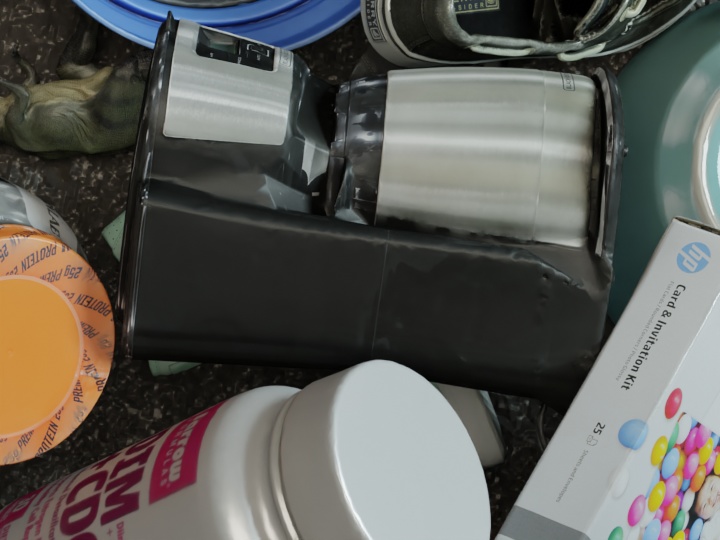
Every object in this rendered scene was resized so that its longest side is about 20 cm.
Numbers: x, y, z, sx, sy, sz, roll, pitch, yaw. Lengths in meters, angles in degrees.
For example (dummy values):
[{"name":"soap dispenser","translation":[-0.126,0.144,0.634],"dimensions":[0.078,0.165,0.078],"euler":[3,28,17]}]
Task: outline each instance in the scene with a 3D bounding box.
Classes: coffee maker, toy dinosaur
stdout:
[{"name":"coffee maker","translation":[0.000,0.000,1.216],"dimensions":[0.199,0.135,0.193],"euler":[5,85,-2]},{"name":"toy dinosaur","translation":[-0.112,-0.087,1.347],"dimensions":[0.199,0.047,0.089],"euler":[5,101,-2]}]

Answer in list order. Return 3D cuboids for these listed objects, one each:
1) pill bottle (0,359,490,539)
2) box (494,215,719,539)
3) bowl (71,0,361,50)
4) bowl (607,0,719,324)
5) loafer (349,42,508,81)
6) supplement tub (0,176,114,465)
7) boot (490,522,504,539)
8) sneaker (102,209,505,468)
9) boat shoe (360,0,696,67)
[{"name":"pill bottle","translation":[-0.053,0.114,1.177],"dimensions":[0.200,0.113,0.114],"euler":[-26,82,34]},{"name":"box","translation":[0.118,0.102,1.214],"dimensions":[0.041,0.156,0.200],"euler":[19,70,31]},{"name":"bowl","translation":[-0.060,-0.193,1.276],"dimensions":[0.200,0.039,0.202],"euler":[-6,110,-16]},{"name":"bowl","translation":[0.200,-0.038,1.309],"dimensions":[0.200,0.105,0.202],"euler":[0,82,0]},{"name":"loafer","translation":[0.036,-0.170,1.344],"dimensions":[0.072,0.073,0.201],"euler":[4,82,5]},{"name":"supplement tub","translation":[-0.191,0.009,1.248],"dimensions":[0.122,0.200,0.123],"euler":[-10,109,-32]},{"name":"boot","translation":[0.100,0.192,1.307],"dimensions":[0.200,0.072,0.166],"euler":[-40,79,-8]},{"name":"sneaker","translation":[-0.029,0.031,1.320],"dimensions":[0.118,0.074,0.201],"euler":[-38,90,3]},{"name":"boat shoe","translation":[0.094,-0.123,1.294],"dimensions":[0.200,0.064,0.071],"euler":[-17,103,-39]}]
